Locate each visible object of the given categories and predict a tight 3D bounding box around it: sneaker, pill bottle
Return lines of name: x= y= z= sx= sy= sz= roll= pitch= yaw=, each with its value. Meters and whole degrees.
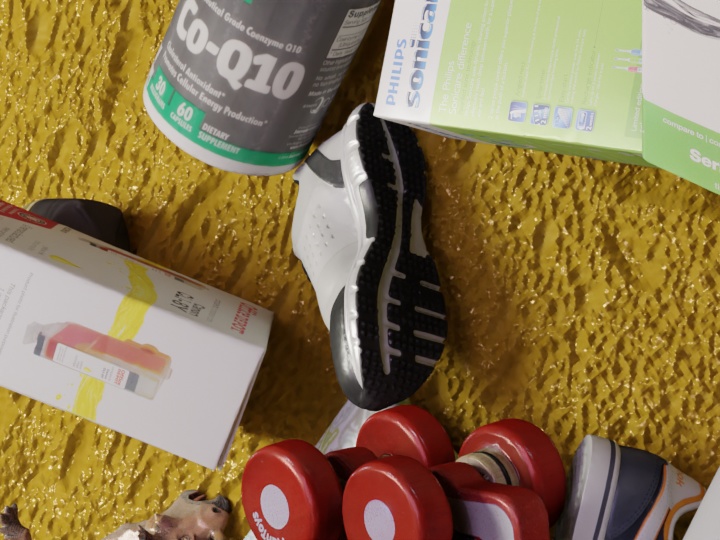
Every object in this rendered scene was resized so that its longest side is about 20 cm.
sneaker: x=0.131 y=0.195 z=1.172 sx=0.079 sy=0.078 sz=0.201 roll=16 pitch=94 yaw=-6
pill bottle: x=-0.048 y=-0.167 z=1.318 sx=0.113 sy=0.113 sz=0.200 roll=47 pitch=126 yaw=31
sneaker: x=0.000 y=0.000 z=1.306 sx=0.080 sy=0.074 sz=0.201 roll=-31 pitch=46 yaw=37

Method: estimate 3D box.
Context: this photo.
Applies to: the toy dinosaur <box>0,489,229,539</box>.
toy dinosaur: x=-0.167 y=0.229 z=1.396 sx=0.135 sy=0.086 sz=0.201 roll=20 pitch=100 yaw=29

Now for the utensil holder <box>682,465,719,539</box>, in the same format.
utensil holder: x=0.227 y=0.178 z=1.069 sx=0.170 sy=0.170 sz=0.201 roll=28 pitch=97 yaw=35

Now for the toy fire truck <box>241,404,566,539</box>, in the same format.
toy fire truck: x=0.029 y=0.170 z=1.189 sx=0.200 sy=0.112 sz=0.169 roll=4 pitch=104 yaw=48

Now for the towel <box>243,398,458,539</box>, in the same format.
towel: x=0.020 y=0.189 z=1.288 sx=0.171 sy=0.048 sz=0.200 roll=-52 pitch=58 yaw=15

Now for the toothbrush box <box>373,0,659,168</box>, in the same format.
toothbrush box: x=0.120 y=-0.141 z=1.238 sx=0.199 sy=0.086 sz=0.146 roll=10 pitch=89 yaw=35

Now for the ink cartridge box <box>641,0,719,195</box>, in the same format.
ink cartridge box: x=0.211 y=-0.153 z=1.076 sx=0.084 sy=0.200 sz=0.145 roll=29 pitch=56 yaw=30

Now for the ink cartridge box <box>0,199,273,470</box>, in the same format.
ink cartridge box: x=-0.158 y=0.035 z=1.324 sx=0.199 sy=0.145 sz=0.084 roll=23 pitch=97 yaw=-3

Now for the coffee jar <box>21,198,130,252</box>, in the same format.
coffee jar: x=-0.245 y=0.012 z=1.478 sx=0.199 sy=0.085 sz=0.105 roll=-10 pitch=78 yaw=34
